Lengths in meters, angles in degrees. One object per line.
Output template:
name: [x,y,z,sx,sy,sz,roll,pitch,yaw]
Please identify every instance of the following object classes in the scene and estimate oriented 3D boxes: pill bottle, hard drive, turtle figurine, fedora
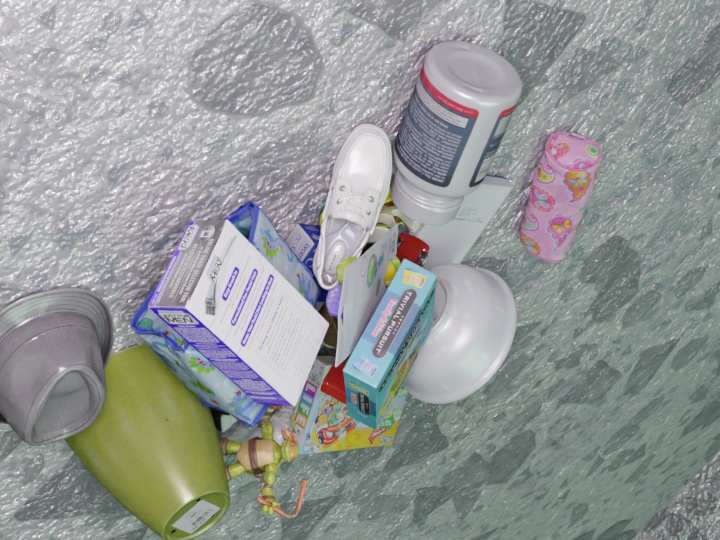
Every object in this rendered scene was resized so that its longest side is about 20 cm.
pill bottle: [0.104,-0.158,1.521,0.119,0.120,0.201,-14,141,-35]
hard drive: [0.113,-0.048,1.761,0.131,0.025,0.201,2,130,-47]
turtle figurine: [-0.151,0.245,1.757,0.159,0.203,0.064,-7,164,5]
fedora: [-0.345,0.124,1.435,0.175,0.091,0.201,-8,138,-39]

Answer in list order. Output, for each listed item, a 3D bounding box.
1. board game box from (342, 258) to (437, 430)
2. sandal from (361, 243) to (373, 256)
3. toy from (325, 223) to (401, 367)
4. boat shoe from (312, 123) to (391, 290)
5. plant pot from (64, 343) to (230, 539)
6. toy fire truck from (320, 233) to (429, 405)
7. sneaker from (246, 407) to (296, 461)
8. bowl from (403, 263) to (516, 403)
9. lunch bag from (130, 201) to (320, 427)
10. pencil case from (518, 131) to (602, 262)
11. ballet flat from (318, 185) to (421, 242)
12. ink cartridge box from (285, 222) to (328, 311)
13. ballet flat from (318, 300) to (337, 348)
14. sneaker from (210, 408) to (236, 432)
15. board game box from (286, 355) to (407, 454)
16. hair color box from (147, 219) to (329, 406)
board game box: [0.036,0.094,1.533,0.152,0.047,0.200,-61,169,-17]
sandal: [0.000,0.000,1.662,0.076,0.045,0.200,-62,170,-10]
toy: [-0.005,0.021,1.474,0.200,0.047,0.117,-35,134,-63]
boat shoe: [-0.008,-0.070,1.506,0.069,0.070,0.202,-84,-171,-76]
plant pot: [-0.244,0.224,1.566,0.186,0.200,0.188,-27,147,-19]
toy fire truck: [0.021,0.062,1.652,0.201,0.048,0.142,-57,168,-39]
sneaker: [-0.085,0.196,1.832,0.199,0.075,0.089,-34,145,-28]
bowl: [0.102,0.068,1.708,0.201,0.202,0.090,-45,131,10]
lunch bag: [-0.143,0.046,1.487,0.201,0.127,0.170,-54,137,-18]
pencil case: [0.282,-0.104,1.817,0.087,0.088,0.201,-24,146,-23]
ballet flat: [0.039,-0.073,1.611,0.198,0.067,0.067,-17,142,-32]
ink cartridge box: [-0.091,0.032,1.630,0.093,0.044,0.201,4,128,-50]
ballet flat: [-0.031,0.081,1.740,0.071,0.069,0.200,-10,165,17]
sneaker: [-0.162,0.146,1.665,0.084,0.073,0.200,-35,171,-19]
board game box: [-0.011,0.189,1.832,0.199,0.034,0.136,2,109,-48]
hair color box: [-0.126,0.048,1.368,0.200,0.064,0.110,49,53,-41]
